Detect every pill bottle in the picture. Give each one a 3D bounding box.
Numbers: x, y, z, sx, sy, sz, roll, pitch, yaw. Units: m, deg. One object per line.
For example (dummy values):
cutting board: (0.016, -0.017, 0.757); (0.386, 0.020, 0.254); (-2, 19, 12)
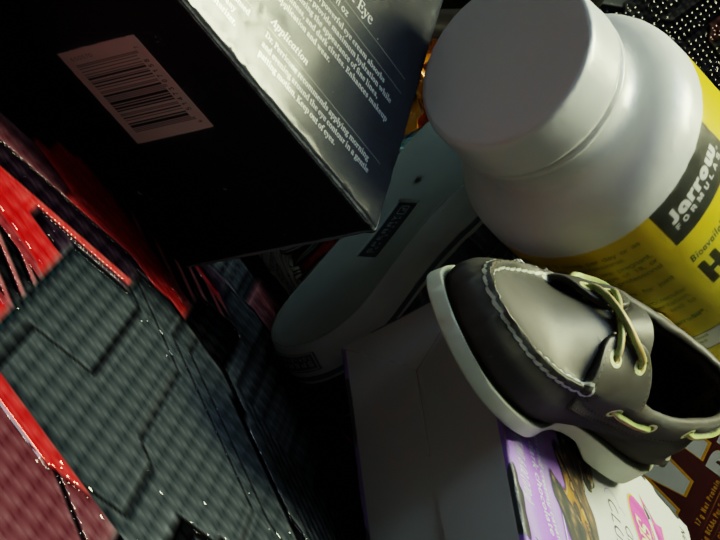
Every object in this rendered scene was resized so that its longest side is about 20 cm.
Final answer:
pill bottle: (0.112, -0.039, 1.109); (0.200, 0.111, 0.112); (38, 17, -45)

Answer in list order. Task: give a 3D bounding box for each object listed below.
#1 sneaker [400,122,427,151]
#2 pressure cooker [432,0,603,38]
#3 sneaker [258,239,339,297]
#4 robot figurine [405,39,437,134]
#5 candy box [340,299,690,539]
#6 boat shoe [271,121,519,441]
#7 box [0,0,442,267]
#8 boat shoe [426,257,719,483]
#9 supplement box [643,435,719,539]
sneaker: (0.051, -0.044, 1.348); (0.080, 0.095, 0.200); (62, -11, -5)
pressure cooker: (0.020, -0.201, 1.293); (0.179, 0.198, 0.177); (135, -46, -58)
sneaker: (0.000, 0.000, 1.224); (0.200, 0.078, 0.082); (52, 10, -23)
robot figurine: (0.024, -0.107, 1.461); (0.146, 0.058, 0.200); (57, -22, 4)
candy box: (0.079, 0.131, 1.084); (0.200, 0.071, 0.168); (48, 22, -39)
boat shoe: (0.045, -0.001, 1.180); (0.071, 0.200, 0.091); (10, -39, 51)
box: (-0.062, -0.137, 1.040); (0.200, 0.104, 0.183); (49, 45, -37)
boat shoe: (0.091, 0.032, 1.044); (0.201, 0.060, 0.072); (30, 39, -58)
supplement box: (0.167, 0.077, 1.300); (0.199, 0.134, 0.197); (26, -6, 5)
